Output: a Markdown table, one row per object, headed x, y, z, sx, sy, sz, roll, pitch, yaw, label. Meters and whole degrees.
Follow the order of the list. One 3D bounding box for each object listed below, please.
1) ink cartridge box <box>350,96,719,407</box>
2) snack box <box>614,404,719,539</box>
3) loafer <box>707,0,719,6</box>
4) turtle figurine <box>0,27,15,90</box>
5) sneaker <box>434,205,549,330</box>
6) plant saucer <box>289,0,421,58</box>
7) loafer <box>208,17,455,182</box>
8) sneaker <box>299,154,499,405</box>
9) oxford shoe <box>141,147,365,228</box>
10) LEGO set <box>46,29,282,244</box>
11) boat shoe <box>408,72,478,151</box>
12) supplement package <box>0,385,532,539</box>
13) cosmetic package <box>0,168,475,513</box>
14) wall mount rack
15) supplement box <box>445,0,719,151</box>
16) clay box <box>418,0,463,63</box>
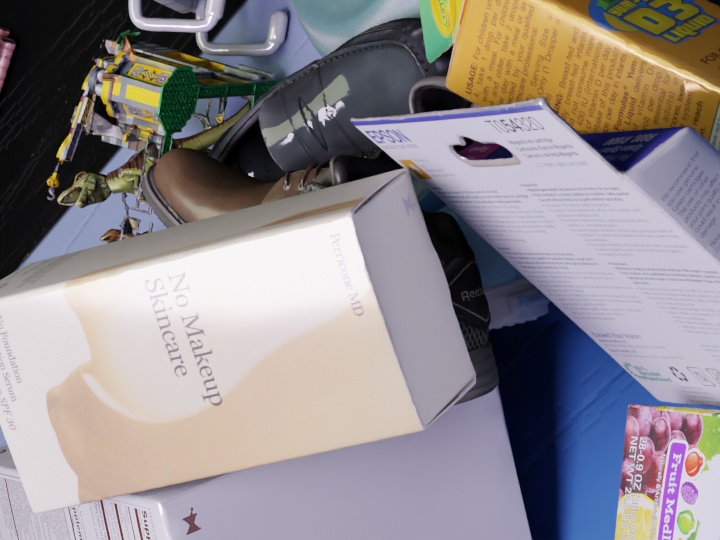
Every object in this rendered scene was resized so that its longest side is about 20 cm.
| x | y | z | sx | sy | sz | roll | pitch | yaw | label |
| --- | --- | --- | --- | --- | --- | --- | --- | --- | --- |
| 0.112 | -0.015 | 1.232 | 0.043 | 0.200 | 0.196 | -52 | 18 | -13 | ink cartridge box |
| 0.184 | 0.146 | 1.227 | 0.200 | 0.067 | 0.169 | 2 | 86 | 56 | snack box |
| 0.149 | -0.124 | 1.329 | 0.200 | 0.072 | 0.063 | -65 | 32 | 31 | loafer |
| -0.329 | -0.095 | 1.975 | 0.144 | 0.200 | 0.194 | 28 | 138 | 16 | turtle figurine |
| 0.000 | 0.000 | 1.436 | 0.199 | 0.074 | 0.082 | -12 | 88 | 32 | sneaker |
| 0.007 | -0.196 | 1.592 | 0.200 | 0.036 | 0.201 | -16 | 71 | 55 | plant saucer |
| -0.017 | -0.074 | 1.564 | 0.200 | 0.070 | 0.068 | -29 | 88 | 53 | loafer |
| -0.034 | 0.004 | 1.372 | 0.199 | 0.076 | 0.115 | -2 | 97 | 28 | sneaker |
| -0.022 | -0.029 | 1.522 | 0.199 | 0.073 | 0.085 | 23 | 117 | 23 | oxford shoe |
| -0.133 | -0.047 | 1.673 | 0.116 | 0.154 | 0.201 | 17 | 112 | 28 | LEGO set |
| 0.083 | -0.032 | 1.424 | 0.200 | 0.057 | 0.067 | 53 | 128 | 47 | boat shoe |
| -0.048 | 0.136 | 1.445 | 0.200 | 0.191 | 0.148 | 5 | 112 | 58 | supplement package |
| -0.062 | 0.032 | 1.307 | 0.199 | 0.071 | 0.106 | -15 | 101 | 26 | cosmetic package |
| -0.081 | -0.210 | 1.644 | 0.074 | 0.200 | 0.175 | 1 | 88 | 15 | wall mount rack |
| 0.135 | -0.072 | 1.261 | 0.200 | 0.066 | 0.069 | 27 | 125 | 28 | supplement box |
| 0.097 | -0.183 | 1.433 | 0.200 | 0.047 | 0.115 | -30 | 60 | 50 | clay box |
